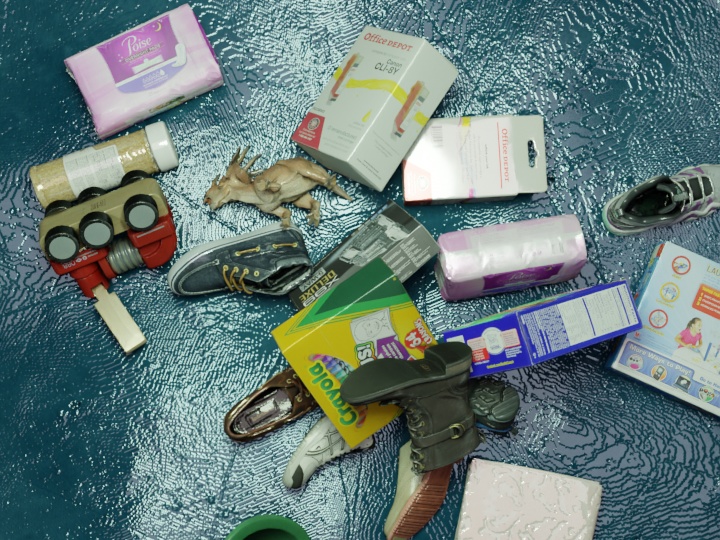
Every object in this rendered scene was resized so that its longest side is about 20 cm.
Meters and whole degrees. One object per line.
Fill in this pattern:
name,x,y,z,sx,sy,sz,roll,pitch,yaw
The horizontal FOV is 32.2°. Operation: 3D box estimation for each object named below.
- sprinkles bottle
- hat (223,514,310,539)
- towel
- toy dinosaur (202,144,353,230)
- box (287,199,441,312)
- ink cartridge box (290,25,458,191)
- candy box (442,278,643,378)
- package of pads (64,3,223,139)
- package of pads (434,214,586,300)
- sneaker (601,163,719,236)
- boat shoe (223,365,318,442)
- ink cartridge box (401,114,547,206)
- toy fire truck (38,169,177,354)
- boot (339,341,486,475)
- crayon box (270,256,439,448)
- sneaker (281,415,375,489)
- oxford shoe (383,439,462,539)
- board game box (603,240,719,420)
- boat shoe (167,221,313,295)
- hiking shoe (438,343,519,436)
sprinkles bottle,-0.358,-0.146,1.747,0.200,0.068,0.068,-20,86,-3
hat,-0.189,0.408,1.733,0.200,0.176,0.166,15,82,-38
towel,0.227,0.375,1.736,0.191,0.032,0.200,12,85,1
toy dinosaur,-0.112,-0.127,1.751,0.200,0.136,0.086,-10,125,-23
box,0.000,0.000,1.691,0.200,0.158,0.050,-40,110,0
ink cartridge box,0.018,-0.227,1.717,0.083,0.145,0.200,38,83,-39
candy box,0.241,0.078,1.655,0.200,0.169,0.077,-14,86,-33
package of pads,-0.304,-0.281,1.755,0.200,0.076,0.121,-26,88,-3
package of pads,0.203,-0.018,1.713,0.200,0.121,0.076,-9,75,-1
sneaker,0.441,-0.102,1.723,0.200,0.140,0.078,-22,86,-2
boat shoe,-0.099,0.174,1.727,0.200,0.070,0.070,-36,86,-5
ink cartridge box,0.157,-0.155,1.759,0.200,0.067,0.117,-2,86,0
toy fire truck,-0.327,-0.008,1.725,0.176,0.129,0.200,-22,125,-1
boot,0.073,0.193,1.613,0.200,0.069,0.174,-14,120,-17
crayon box,0.007,0.110,1.617,0.172,0.058,0.200,-35,125,-4
sneaker,-0.025,0.232,1.721,0.088,0.076,0.200,39,87,0
oxford shoe,0.081,0.285,1.734,0.074,0.071,0.200,31,93,37
board game box,0.474,0.088,1.752,0.200,0.056,0.196,25,85,1
boat shoe,-0.165,0.002,1.719,0.200,0.071,0.091,-22,46,-4
hiking shoe,0.126,0.168,1.729,0.200,0.087,0.074,31,61,23
